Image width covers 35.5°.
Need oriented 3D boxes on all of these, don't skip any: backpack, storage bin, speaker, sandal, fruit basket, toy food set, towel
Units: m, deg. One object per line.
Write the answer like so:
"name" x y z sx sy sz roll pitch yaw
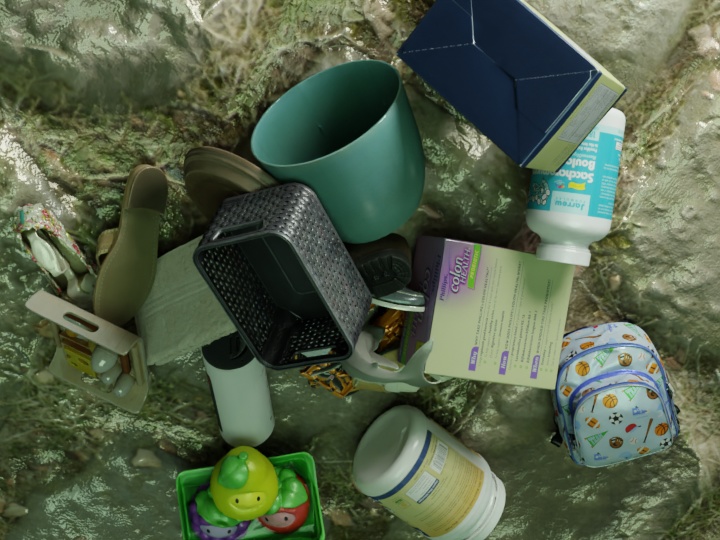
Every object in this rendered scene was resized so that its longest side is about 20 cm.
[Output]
"backpack" 0.359 0.177 1.620 0.198 0.154 0.192 -18 108 4
"storage bin" -0.088 0.010 1.322 0.134 0.094 0.201 -10 126 28
"speaker" -0.163 0.156 1.519 0.080 0.082 0.201 -8 142 -5
"sandal" -0.305 -0.035 1.456 0.077 0.069 0.214 14 94 -38
"fruit basket" -0.156 0.325 1.578 0.213 0.216 0.157 -8 82 -5
"toy food set" -0.352 0.113 1.449 0.142 0.061 0.200 24 150 7
"towel" -0.217 0.035 1.442 0.199 0.134 0.034 -23 165 34

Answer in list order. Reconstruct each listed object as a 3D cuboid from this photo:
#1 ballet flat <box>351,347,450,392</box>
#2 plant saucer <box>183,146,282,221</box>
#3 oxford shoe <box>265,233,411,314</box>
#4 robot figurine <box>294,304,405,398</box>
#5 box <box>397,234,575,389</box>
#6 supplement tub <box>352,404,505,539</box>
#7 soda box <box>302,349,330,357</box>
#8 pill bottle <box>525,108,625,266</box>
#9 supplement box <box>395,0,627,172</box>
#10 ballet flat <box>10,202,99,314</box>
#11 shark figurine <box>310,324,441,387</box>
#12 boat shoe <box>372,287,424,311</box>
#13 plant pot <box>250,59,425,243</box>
"ballet flat" 0.084 0.132 1.557 0.199 0.063 0.069 -20 142 -23
"plant saucer" -0.141 -0.076 1.394 0.200 0.199 0.030 44 65 -25
"oxford shoe" -0.028 0.002 1.422 0.198 0.085 0.073 -12 127 14
"robot figurine" -0.009 0.093 1.564 0.144 0.058 0.200 33 107 -21
"box" 0.168 0.056 1.508 0.198 0.097 0.178 9 92 -21
"supplement tub" 0.102 0.304 1.639 0.200 0.145 0.144 39 105 -23
"soda box" -0.116 0.039 1.488 0.199 0.063 0.069 30 108 -3
"pill bottle" 0.273 -0.109 1.442 0.110 0.111 0.202 7 92 -12
"supplement box" 0.181 -0.230 1.309 0.200 0.199 0.134 45 107 14
"ballet flat" -0.383 0.002 1.457 0.075 0.064 0.200 -34 117 8
"shark figurine" 0.006 0.096 1.409 0.127 0.214 0.090 -16 106 -17
"boat shoe" 0.000 0.000 1.472 0.199 0.073 0.062 22 97 24
"plant pot" -0.011 -0.132 1.379 0.199 0.201 0.162 -26 125 5
